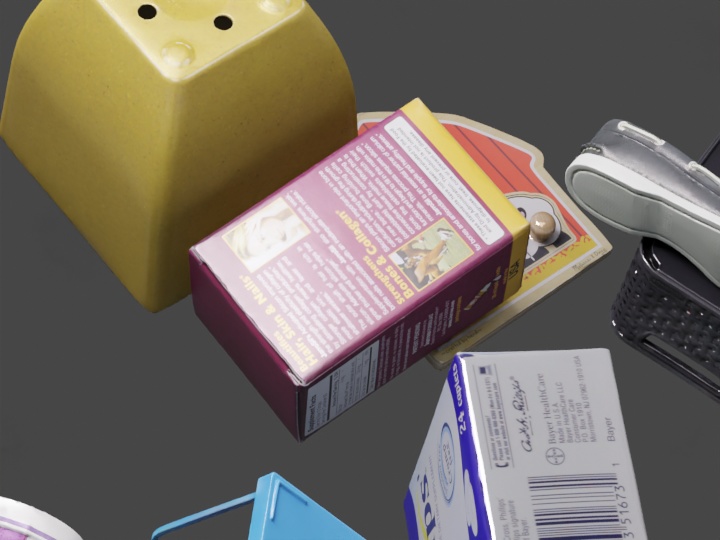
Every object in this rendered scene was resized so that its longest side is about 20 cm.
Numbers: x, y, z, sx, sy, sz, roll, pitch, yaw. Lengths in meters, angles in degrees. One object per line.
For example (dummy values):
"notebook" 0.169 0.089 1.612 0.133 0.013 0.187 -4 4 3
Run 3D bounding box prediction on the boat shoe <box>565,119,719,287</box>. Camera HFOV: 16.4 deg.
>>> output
"boat shoe" 0.238 -0.039 1.706 0.199 0.076 0.060 33 62 10

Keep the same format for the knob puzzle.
"knob puzzle" 0.059 -0.047 1.815 0.218 0.031 0.221 5 56 -8

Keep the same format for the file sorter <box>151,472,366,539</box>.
"file sorter" -0.065 0.253 1.505 0.139 0.122 0.201 40 44 -35

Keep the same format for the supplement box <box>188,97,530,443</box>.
"supplement box" 0.000 0.000 1.706 0.199 0.103 0.131 -33 68 -17

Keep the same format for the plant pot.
"plant pot" -0.120 -0.133 1.724 0.194 0.200 0.196 -32 67 -24

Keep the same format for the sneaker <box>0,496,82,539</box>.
"sneaker" -0.277 0.197 1.562 0.199 0.073 0.115 7 58 6

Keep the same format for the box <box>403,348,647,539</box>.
"box" 0.103 0.177 1.567 0.104 0.201 0.185 -1 56 -11

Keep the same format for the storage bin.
"storage bin" 0.286 -0.014 1.801 0.135 0.094 0.200 33 56 11
